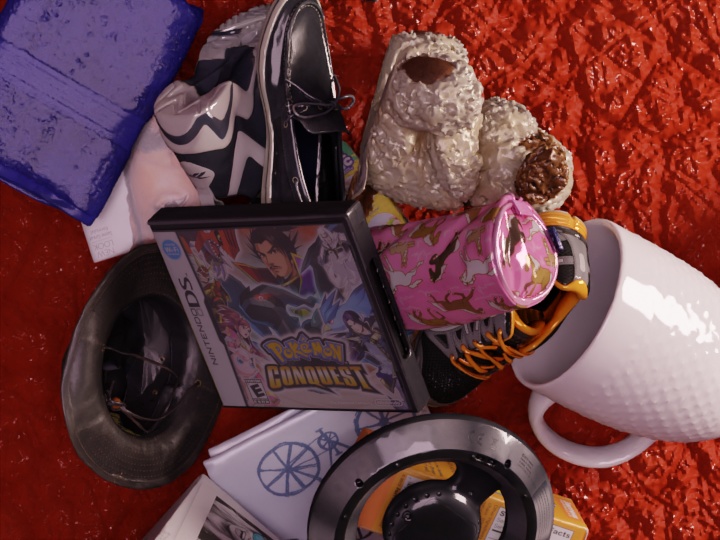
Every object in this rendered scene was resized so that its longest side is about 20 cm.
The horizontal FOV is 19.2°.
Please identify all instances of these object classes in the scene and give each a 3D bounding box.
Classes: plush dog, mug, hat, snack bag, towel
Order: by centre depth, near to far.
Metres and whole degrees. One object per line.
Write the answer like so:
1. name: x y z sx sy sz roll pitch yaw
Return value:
1. plush dog: 0.088 -0.091 1.693 0.171 0.200 0.161 17 103 -5
2. towel: -0.231 -0.155 1.696 0.147 0.050 0.201 29 94 -8
3. mug: 0.219 0.080 1.729 0.175 0.148 0.200 26 117 -23
4. hat: -0.191 0.074 1.751 0.081 0.200 0.202 8 97 44
5. snack bag: -0.006 0.190 1.774 0.188 0.021 0.201 -28 114 1

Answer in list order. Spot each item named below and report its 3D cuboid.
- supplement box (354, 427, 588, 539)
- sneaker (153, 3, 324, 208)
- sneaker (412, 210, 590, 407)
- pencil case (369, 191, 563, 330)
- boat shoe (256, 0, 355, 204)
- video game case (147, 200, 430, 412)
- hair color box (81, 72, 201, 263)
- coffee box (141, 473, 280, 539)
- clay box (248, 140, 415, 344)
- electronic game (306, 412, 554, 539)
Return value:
1. supplement box: 0.083 0.197 1.745 0.199 0.067 0.069 22 105 -18
2. sneaker: -0.084 -0.124 1.726 0.079 0.199 0.130 5 129 26
3. sneaker: 0.109 0.042 1.684 0.078 0.077 0.200 23 121 -28
4. pencil case: 0.059 -0.002 1.648 0.083 0.199 0.087 56 49 -19
5. boat shoe: -0.040 -0.121 1.668 0.062 0.074 0.201 3 94 41
6. video game case: -0.058 0.031 1.681 0.199 0.026 0.182 -1 121 36
7. hair color box: -0.194 -0.119 1.750 0.110 0.064 0.201 -17 96 1
8. coffee box: -0.138 0.330 1.693 0.198 0.200 0.200 40 115 -3
9. clay box: 0.000 0.000 1.766 0.115 0.048 0.200 -35 93 5
10. electronic game: 0.056 0.200 1.683 0.199 0.042 0.201 -4 118 -8
